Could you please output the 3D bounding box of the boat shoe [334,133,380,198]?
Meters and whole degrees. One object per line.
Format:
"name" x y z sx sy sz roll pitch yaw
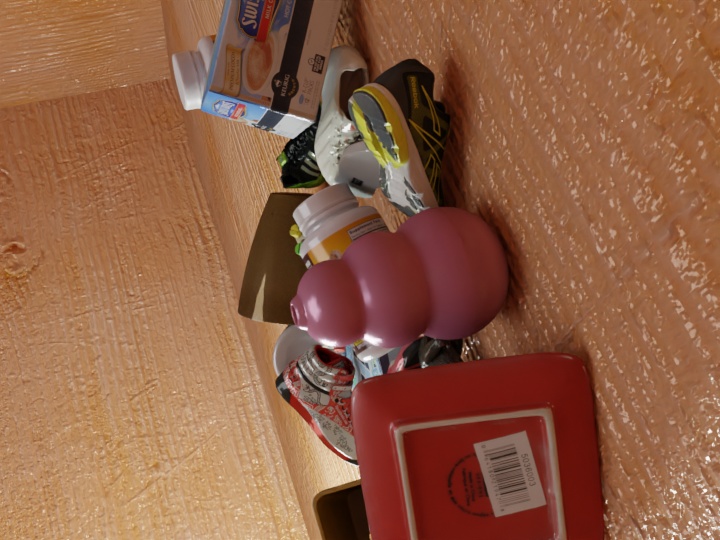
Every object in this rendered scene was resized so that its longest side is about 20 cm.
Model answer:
"boat shoe" 0.012 -0.134 0.884 0.064 0.070 0.200 -68 11 -7

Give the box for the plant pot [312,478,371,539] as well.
"plant pot" 0.063 0.334 0.941 0.176 0.199 0.201 102 152 -82

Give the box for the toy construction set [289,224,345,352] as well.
"toy construction set" -0.035 0.014 1.096 0.131 0.092 0.202 -17 77 34

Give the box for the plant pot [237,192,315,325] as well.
"plant pot" -0.106 -0.026 1.270 0.186 0.185 0.202 -151 64 -70

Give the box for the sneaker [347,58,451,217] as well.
"sneaker" 0.061 -0.117 0.747 0.074 0.085 0.200 36 164 36

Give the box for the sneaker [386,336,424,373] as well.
"sneaker" 0.057 0.136 0.974 0.201 0.073 0.087 93 158 -49

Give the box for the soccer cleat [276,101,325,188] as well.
"soccer cleat" -0.086 -0.184 1.176 0.200 0.081 0.068 107 145 -62

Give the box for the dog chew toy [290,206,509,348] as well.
"dog chew toy" 0.034 0.015 0.703 0.124 0.199 0.125 165 90 -75

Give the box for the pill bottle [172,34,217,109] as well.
"pill bottle" -0.163 -0.290 1.104 0.109 0.199 0.110 165 90 -75

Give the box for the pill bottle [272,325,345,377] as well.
"pill bottle" -0.081 0.134 1.327 0.200 0.119 0.121 -65 -38 -85

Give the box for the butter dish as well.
"butter dish" 0.103 0.157 0.686 0.148 0.198 0.202 -71 -28 -75

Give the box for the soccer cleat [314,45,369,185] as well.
"soccer cleat" -0.020 -0.183 0.975 0.078 0.069 0.201 -127 30 -49

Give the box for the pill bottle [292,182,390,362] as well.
"pill bottle" 0.000 0.000 0.914 0.201 0.109 0.109 60 162 7

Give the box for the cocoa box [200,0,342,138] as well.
"cocoa box" -0.109 -0.283 0.936 0.133 0.130 0.202 -175 98 -74

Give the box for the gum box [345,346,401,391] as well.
"gum box" 0.028 0.166 1.160 0.200 0.044 0.171 -147 45 -70

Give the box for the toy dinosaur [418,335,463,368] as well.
"toy dinosaur" 0.090 0.100 0.816 0.201 0.076 0.102 65 155 25

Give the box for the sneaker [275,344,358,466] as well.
"sneaker" -0.031 0.206 1.187 0.201 0.108 0.067 45 -158 1
